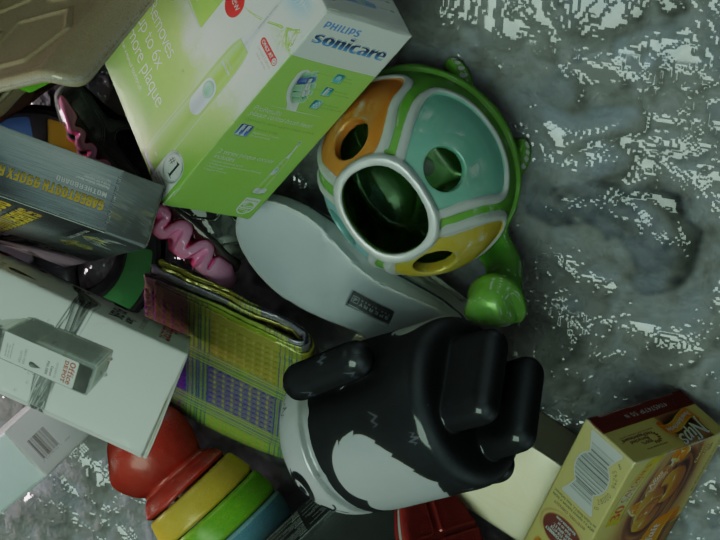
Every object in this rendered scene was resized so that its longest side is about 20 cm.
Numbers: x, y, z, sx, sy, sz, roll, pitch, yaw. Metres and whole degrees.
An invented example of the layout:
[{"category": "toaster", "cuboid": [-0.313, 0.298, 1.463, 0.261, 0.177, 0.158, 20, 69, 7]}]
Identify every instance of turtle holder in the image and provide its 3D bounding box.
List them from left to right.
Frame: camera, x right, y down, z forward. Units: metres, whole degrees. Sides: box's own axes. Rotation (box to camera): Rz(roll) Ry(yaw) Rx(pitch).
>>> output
[{"category": "turtle holder", "cuboid": [0.042, -0.048, 1.217, 0.140, 0.132, 0.186, -4, 112, 21]}]

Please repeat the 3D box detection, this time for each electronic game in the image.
[{"category": "electronic game", "cuboid": [-0.250, -0.037, 1.384, 0.199, 0.042, 0.201, 8, 116, 17]}]

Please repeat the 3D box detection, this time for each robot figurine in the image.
[{"category": "robot figurine", "cuboid": [0.033, 0.106, 1.206, 0.199, 0.125, 0.151, -19, 98, 39]}]

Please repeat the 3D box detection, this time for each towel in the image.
[{"category": "towel", "cuboid": [-0.103, 0.075, 1.346, 0.143, 0.023, 0.200, 24, 148, 11]}]

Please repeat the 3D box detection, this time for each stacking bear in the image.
[{"category": "stacking bear", "cuboid": [-0.131, 0.197, 1.411, 0.114, 0.121, 0.200, -42, 90, 24]}]

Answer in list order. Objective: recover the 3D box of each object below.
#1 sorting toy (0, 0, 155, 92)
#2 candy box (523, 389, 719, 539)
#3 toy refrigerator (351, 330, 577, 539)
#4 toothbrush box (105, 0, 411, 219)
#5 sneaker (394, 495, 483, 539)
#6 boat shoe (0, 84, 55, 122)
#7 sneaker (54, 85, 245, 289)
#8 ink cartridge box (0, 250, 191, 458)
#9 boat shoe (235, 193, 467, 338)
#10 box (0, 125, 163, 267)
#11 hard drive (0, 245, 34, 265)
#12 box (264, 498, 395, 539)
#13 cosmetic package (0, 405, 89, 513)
[{"category": "sorting toy", "cuboid": [-0.229, -0.167, 1.181, 0.199, 0.185, 0.037, -3, 129, 30]}, {"category": "candy box", "cuboid": [0.182, 0.191, 1.279, 0.055, 0.115, 0.201, 44, 126, 33]}, {"category": "toy refrigerator", "cuboid": [0.072, 0.119, 1.321, 0.199, 0.070, 0.076, 32, 114, 3]}, {"category": "toothbrush box", "cuboid": [-0.078, -0.157, 1.200, 0.200, 0.086, 0.146, -44, 55, 31]}, {"category": "sneaker", "cuboid": [0.049, 0.267, 1.302, 0.115, 0.078, 0.201, -33, 69, 53]}, {"category": "boat shoe", "cuboid": [-0.268, -0.169, 1.312, 0.202, 0.075, 0.075, -27, 114, 17]}, {"category": "sneaker", "cuboid": [-0.145, -0.080, 1.301, 0.095, 0.079, 0.200, -45, 107, -2]}, {"category": "ink cartridge box", "cuboid": [-0.227, 0.050, 1.238, 0.199, 0.147, 0.083, 25, 90, -6]}, {"category": "boat shoe", "cuboid": [0.000, 0.000, 1.290, 0.199, 0.070, 0.071, 29, 118, 5]}, {"category": "box", "cuboid": [-0.250, -0.054, 1.229, 0.158, 0.049, 0.200, 21, 168, -24]}, {"category": "hard drive", "cuboid": [-0.354, 0.010, 1.416, 0.199, 0.042, 0.135, 23, 130, 22]}, {"category": "box", "cuboid": [0.001, 0.268, 1.351, 0.200, 0.048, 0.193, -42, 115, 1]}, {"category": "cosmetic package", "cuboid": [-0.264, 0.137, 1.377, 0.052, 0.200, 0.151, 47, 120, -4]}]
